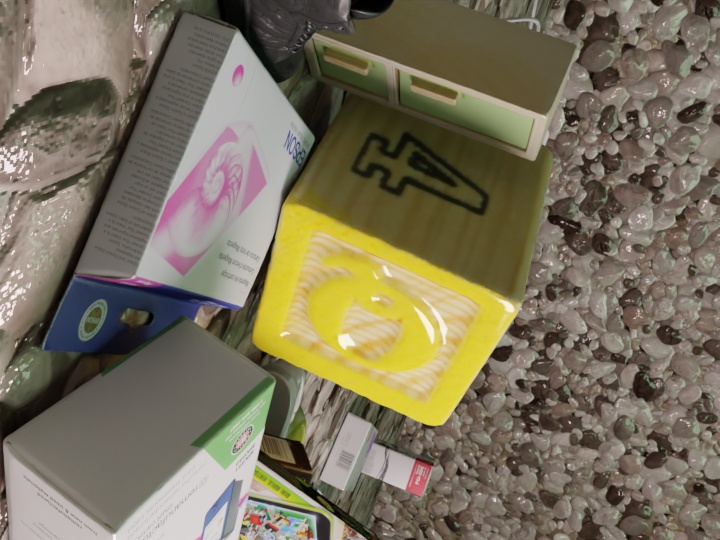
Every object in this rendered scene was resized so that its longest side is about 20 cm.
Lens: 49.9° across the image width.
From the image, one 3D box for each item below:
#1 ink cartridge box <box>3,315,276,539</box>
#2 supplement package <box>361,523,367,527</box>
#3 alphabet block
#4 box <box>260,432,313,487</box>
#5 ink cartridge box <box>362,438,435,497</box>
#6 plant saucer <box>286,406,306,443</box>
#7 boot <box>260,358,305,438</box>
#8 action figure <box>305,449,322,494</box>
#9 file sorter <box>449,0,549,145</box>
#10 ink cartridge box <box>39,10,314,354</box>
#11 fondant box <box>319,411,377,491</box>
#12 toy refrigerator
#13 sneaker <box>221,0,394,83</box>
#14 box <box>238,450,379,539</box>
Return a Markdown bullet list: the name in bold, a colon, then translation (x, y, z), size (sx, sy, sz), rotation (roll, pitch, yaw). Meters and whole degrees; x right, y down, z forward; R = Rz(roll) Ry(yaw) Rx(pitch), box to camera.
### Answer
- **ink cartridge box**: translation (-0.141, 0.155, 0.499), size (0.145, 0.087, 0.201), rotation (-40, 155, -50)
- **supplement package**: translation (-0.069, 0.560, 1.571), size (0.200, 0.120, 0.121), rotation (64, 50, -76)
- **alphabet block**: translation (0.037, -0.020, 0.688), size (0.196, 0.194, 0.201), rotation (109, 4, -48)
- **box**: translation (-0.128, 0.252, 0.722), size (0.075, 0.099, 0.202), rotation (-138, -113, -70)
- **ink cartridge box**: translation (0.083, 0.491, 1.961), size (0.147, 0.198, 0.084), rotation (48, 62, -78)
- **plant saucer**: translation (-0.117, 0.265, 1.016), size (0.200, 0.031, 0.202), rotation (22, 89, -79)
- **boot**: translation (-0.107, 0.186, 0.811), size (0.202, 0.073, 0.096), rotation (-66, 172, 9)
- **action figure**: translation (-0.115, 0.300, 0.911), size (0.130, 0.069, 0.201), rotation (42, 67, -32)
- **file sorter**: translation (0.166, -0.238, 0.978), size (0.139, 0.123, 0.203), rotation (66, 23, -75)
- **ink cartridge box**: translation (-0.102, -0.031, 0.504), size (0.196, 0.043, 0.202), rotation (38, 73, -79)
- **fondant box**: translation (-0.021, 0.386, 1.635), size (0.200, 0.058, 0.146), rotation (75, 38, -74)
- **toy refrigerator**: translation (0.056, -0.158, 0.599), size (0.076, 0.198, 0.071), rotation (75, 40, -73)
- **sneaker**: translation (-0.027, -0.160, 0.445), size (0.200, 0.103, 0.061), rotation (81, 33, -69)
- **box**: translation (-0.082, 0.232, 0.673), size (0.110, 0.200, 0.035), rotation (-49, -157, -2)
